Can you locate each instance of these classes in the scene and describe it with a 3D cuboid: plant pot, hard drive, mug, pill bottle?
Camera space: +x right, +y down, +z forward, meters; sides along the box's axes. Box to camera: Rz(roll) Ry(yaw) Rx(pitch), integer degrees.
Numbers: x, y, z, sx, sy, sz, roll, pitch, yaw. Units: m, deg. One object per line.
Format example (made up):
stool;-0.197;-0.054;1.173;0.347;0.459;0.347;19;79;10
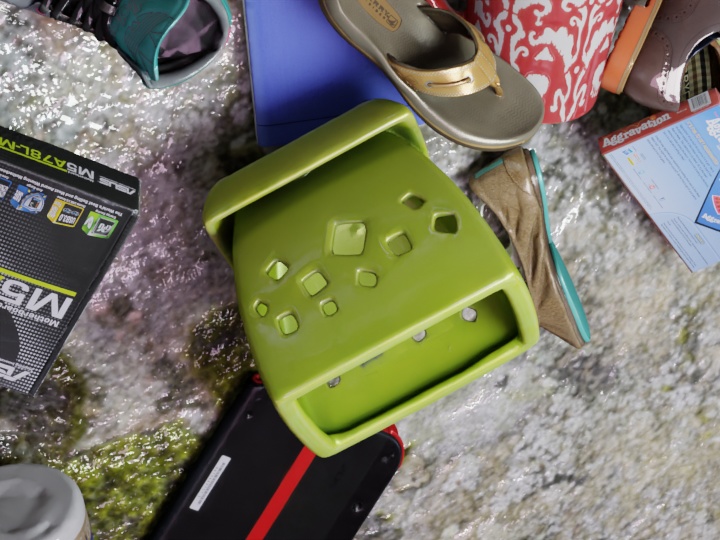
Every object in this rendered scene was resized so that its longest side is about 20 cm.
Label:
plant pot;0.000;0.000;1.779;0.199;0.182;0.199;-29;162;0
hard drive;-0.019;-0.189;1.763;0.131;0.025;0.201;-8;125;-6
mug;0.121;-0.229;1.795;0.133;0.177;0.201;-43;149;-48
pill bottle;-0.252;0.258;1.877;0.110;0.111;0.201;-21;128;-16

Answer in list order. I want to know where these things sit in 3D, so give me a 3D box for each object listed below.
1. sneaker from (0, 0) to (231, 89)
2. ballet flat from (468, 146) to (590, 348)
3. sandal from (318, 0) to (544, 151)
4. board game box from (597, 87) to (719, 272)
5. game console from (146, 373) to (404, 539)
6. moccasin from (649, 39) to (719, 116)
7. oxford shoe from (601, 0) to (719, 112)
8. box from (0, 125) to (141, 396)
sneaker;-0.169;-0.180;1.641;0.199;0.121;0.084;7;117;-32
ballet flat;0.131;-0.011;1.964;0.072;0.068;0.201;-16;129;6
sandal;0.055;-0.157;1.720;0.200;0.054;0.081;40;60;-18
board game box;0.276;-0.070;1.946;0.102;0.020;0.200;-22;143;18
game console;-0.071;0.189;2.002;0.176;0.031;0.201;23;106;-33
moccasin;0.279;-0.116;1.962;0.073;0.078;0.202;-20;128;-16
oxford shoe;0.258;-0.215;1.862;0.201;0.072;0.071;-63;173;-3
box;-0.278;-0.018;1.669;0.199;0.048;0.194;21;125;-20
